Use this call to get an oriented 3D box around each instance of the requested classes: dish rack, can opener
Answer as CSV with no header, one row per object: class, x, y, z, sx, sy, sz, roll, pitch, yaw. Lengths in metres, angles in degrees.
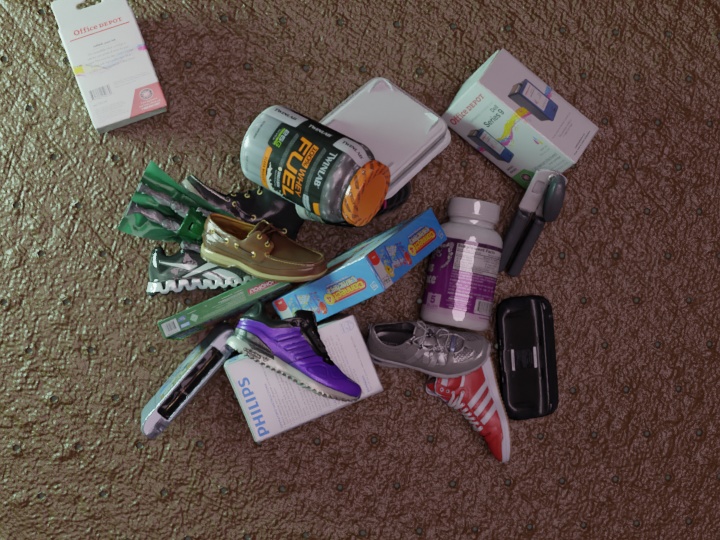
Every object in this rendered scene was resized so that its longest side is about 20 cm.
dish rack,0.030,-0.214,1.611,0.172,0.044,0.200,38,59,13
can opener,0.266,-0.068,1.646,0.053,0.067,0.200,17,121,-8

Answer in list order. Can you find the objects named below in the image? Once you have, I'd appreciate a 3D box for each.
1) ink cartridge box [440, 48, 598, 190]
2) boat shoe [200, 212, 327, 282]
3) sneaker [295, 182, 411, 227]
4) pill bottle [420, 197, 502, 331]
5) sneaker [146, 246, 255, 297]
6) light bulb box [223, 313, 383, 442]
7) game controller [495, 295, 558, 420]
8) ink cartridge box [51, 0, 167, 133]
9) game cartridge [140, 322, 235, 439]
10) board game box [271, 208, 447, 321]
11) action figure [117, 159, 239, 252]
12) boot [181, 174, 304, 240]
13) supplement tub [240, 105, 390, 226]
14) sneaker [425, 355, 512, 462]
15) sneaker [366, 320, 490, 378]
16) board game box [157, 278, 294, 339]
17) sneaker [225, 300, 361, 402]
ink cartridge box,0.246,-0.231,1.643,0.200,0.145,0.088,40,65,-6
boat shoe,-0.140,-0.033,1.487,0.200,0.072,0.068,14,117,22
sneaker,0.003,-0.106,1.620,0.199,0.087,0.074,-11,113,-29
pill bottle,0.163,-0.011,1.655,0.112,0.112,0.201,11,88,-8
sneaker,-0.235,-0.013,1.619,0.199,0.066,0.091,-6,93,-6
light bulb box,-0.091,0.155,1.574,0.199,0.198,0.125,-22,90,-7
game controller,0.271,0.141,1.701,0.104,0.042,0.201,-4,90,-17
ink cartridge box,-0.382,-0.324,1.598,0.116,0.067,0.201,-20,94,-8
game cartridge,-0.259,0.162,1.581,0.042,0.133,0.200,42,83,-14
board game box,0.000,0.000,1.548,0.196,0.200,0.056,-38,99,-50
action figure,-0.246,-0.067,1.560,0.200,0.055,0.118,25,109,-17
boot,-0.161,-0.121,1.627,0.200,0.073,0.151,38,86,-10
supplement tub,-0.064,-0.148,1.513,0.200,0.123,0.123,28,86,22
sneaker,0.170,0.219,1.676,0.112,0.071,0.201,-14,84,-12
sneaker,0.102,0.117,1.625,0.199,0.082,0.075,0,56,11
board game box,-0.197,0.052,1.580,0.200,0.135,0.029,-24,85,-1
sneaker,-0.076,0.106,1.444,0.200,0.070,0.100,28,81,-4
